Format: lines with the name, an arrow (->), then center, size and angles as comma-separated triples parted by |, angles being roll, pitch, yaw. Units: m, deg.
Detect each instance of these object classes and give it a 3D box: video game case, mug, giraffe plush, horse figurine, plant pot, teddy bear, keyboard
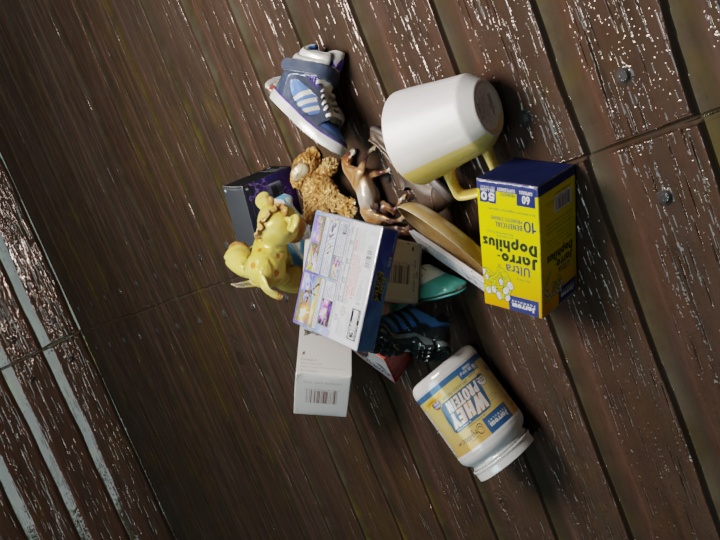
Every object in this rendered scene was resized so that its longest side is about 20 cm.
video game case -> -0.028, 0.014, 1.220 | 0.179, 0.045, 0.206 | 17, 96, 47
mug -> 0.146, -0.218, 1.109 | 0.151, 0.185, 0.154 | -14, 60, 42
giraffe plush -> -0.167, -0.056, 1.374 | 0.169, 0.200, 0.166 | 23, 103, 8
horse figurine -> 0.029, -0.141, 1.333 | 0.131, 0.049, 0.204 | -21, 95, 52
plant pot -> 0.145, -0.052, 1.184 | 0.198, 0.028, 0.200 | 38, 179, 1
teddy bear -> -0.079, -0.151, 1.415 | 0.145, 0.066, 0.204 | -38, 73, 51
keyboard -> 0.159, -0.011, 1.250 | 0.199, 0.011, 0.057 | 39, 169, 39

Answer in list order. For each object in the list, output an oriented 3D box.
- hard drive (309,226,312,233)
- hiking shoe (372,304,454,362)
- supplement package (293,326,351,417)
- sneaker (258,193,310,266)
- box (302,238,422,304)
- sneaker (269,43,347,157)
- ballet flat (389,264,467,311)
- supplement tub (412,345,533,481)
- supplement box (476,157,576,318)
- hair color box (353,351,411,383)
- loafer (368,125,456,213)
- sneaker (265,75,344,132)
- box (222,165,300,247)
hard drive -> -0.036, -0.051, 1.480 | 0.198, 0.026, 0.135 | 26, 129, 39
hiking shoe -> 0.066, 0.102, 1.271 | 0.194, 0.089, 0.075 | 14, 146, -4
supplement package -> -0.077, 0.188, 1.513 | 0.113, 0.202, 0.120 | 4, 127, -4
sneaker -> -0.130, -0.063, 1.506 | 0.075, 0.081, 0.202 | 5, 134, 45
box -> 0.000, 0.000, 1.320 | 0.197, 0.126, 0.112 | 0, 85, 48
sneaker -> -0.062, -0.314, 1.273 | 0.200, 0.080, 0.148 | 44, 102, 25
ballet flat -> 0.112, 0.028, 1.325 | 0.198, 0.066, 0.072 | -25, 87, 52
supplement tub -> 0.202, 0.254, 1.291 | 0.202, 0.143, 0.145 | 53, 141, 11
supplement box -> 0.251, -0.051, 1.081 | 0.107, 0.108, 0.205 | 15, 123, 43
hair color box -> 0.032, 0.144, 1.399 | 0.110, 0.064, 0.201 | 34, 166, 20
loafer -> 0.077, -0.169, 1.226 | 0.200, 0.072, 0.071 | 47, 114, 19
sneaker -> -0.114, -0.301, 1.387 | 0.199, 0.076, 0.083 | 40, 144, 27
box -> -0.198, -0.104, 1.543 | 0.078, 0.140, 0.205 | 8, 118, 46
